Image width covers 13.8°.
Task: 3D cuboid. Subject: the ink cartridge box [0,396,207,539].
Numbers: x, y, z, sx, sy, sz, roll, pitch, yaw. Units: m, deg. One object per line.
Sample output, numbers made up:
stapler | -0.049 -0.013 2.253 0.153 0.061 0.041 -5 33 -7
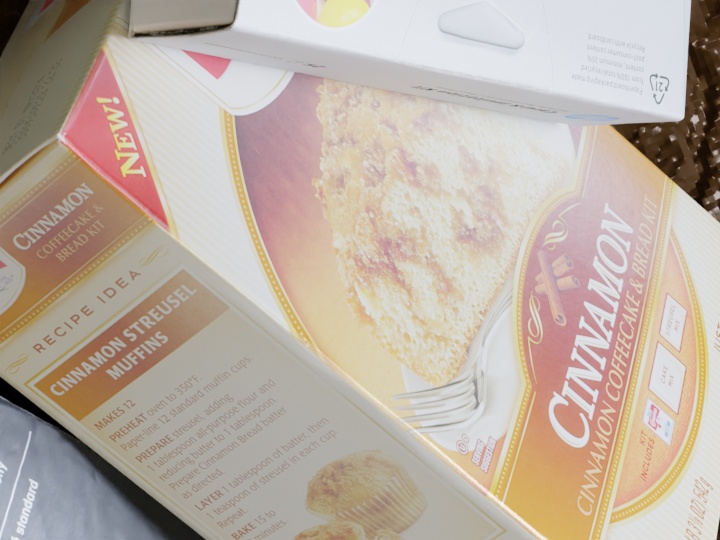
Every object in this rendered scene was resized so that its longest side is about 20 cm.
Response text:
ink cartridge box | -0.083 0.088 0.695 0.200 0.039 0.100 30 62 -35

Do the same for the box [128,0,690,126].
box | 0.021 -0.143 0.711 0.156 0.041 0.201 7 84 -44

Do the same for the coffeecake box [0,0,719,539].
coffeecake box | 0.000 0.000 0.743 0.200 0.154 0.073 40 129 -18
